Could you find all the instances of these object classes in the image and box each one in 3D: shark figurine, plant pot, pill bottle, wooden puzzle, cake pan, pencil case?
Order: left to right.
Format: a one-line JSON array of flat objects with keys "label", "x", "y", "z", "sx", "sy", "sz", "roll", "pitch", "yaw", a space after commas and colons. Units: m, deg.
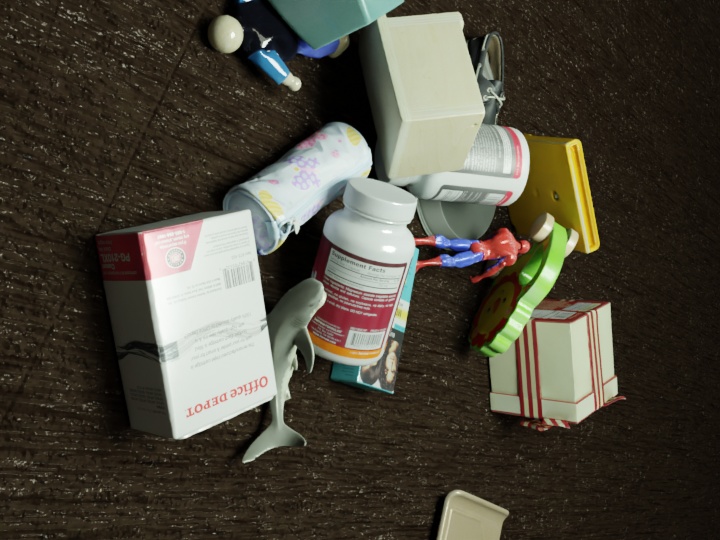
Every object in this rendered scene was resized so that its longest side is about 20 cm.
[{"label": "shark figurine", "x": -0.106, "y": 0.099, "z": 0.955, "sx": 0.088, "sy": 0.128, "sz": 0.218, "roll": 8, "pitch": 103, "yaw": -25}, {"label": "pencil case", "x": -0.069, "y": -0.100, "z": 0.964, "sx": 0.200, "sy": 0.090, "sz": 0.084, "roll": -43, "pitch": 121, "yaw": -42}, {"label": "plant pot", "x": -0.043, "y": -0.365, "z": 0.919, "sx": 0.141, "sy": 0.140, "sz": 0.202, "roll": -46, "pitch": 116, "yaw": -46}, {"label": "pill bottle", "x": 0.000, "y": 0.000, "z": 0.980, "sx": 0.112, "sy": 0.112, "sz": 0.203, "roll": -8, "pitch": 120, "yaw": -49}, {"label": "pill bottle", "x": 0.124, "y": -0.151, "z": 1.140, "sx": 0.197, "sy": 0.110, "sz": 0.113, "roll": 3, "pitch": 88, "yaw": -23}, {"label": "cake pan", "x": 0.152, "y": -0.132, "z": 1.271, "sx": 0.199, "sy": 0.036, "sz": 0.204, "roll": -1, "pitch": 92, "yaw": -50}, {"label": "wooden puzzle", "x": 0.157, "y": 0.457, "z": 1.295, "sx": 0.184, "sy": 0.037, "sz": 0.203, "roll": 34, "pitch": 69, "yaw": -46}]

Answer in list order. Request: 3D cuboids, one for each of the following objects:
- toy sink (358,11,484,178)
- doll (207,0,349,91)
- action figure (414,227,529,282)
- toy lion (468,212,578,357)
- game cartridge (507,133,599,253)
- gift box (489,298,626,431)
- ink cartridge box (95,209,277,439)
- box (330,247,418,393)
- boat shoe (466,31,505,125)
[{"label": "toy sink", "x": 0.073, "y": -0.239, "z": 1.029, "sx": 0.110, "sy": 0.131, "sz": 0.203, "roll": -8, "pitch": 67, "yaw": -10}, {"label": "doll", "x": -0.093, "y": -0.275, "z": 0.960, "sx": 0.199, "sy": 0.048, "sz": 0.139, "roll": -19, "pitch": 96, "yaw": -48}, {"label": "action figure", "x": 0.153, "y": -0.019, "z": 1.224, "sx": 0.196, "sy": 0.099, "sz": 0.066, "roll": -6, "pitch": 69, "yaw": -17}, {"label": "toy lion", "x": 0.238, "y": 0.035, "z": 1.271, "sx": 0.068, "sy": 0.200, "sz": 0.193, "roll": 30, "pitch": 52, "yaw": -11}, {"label": "game cartridge", "x": 0.294, "y": -0.129, "z": 1.324, "sx": 0.032, "sy": 0.200, "sz": 0.179, "roll": -23, "pitch": 111, "yaw": -18}, {"label": "gift box", "x": 0.326, "y": 0.158, "z": 1.369, "sx": 0.183, "sy": 0.198, "sz": 0.190, "roll": -15, "pitch": 103, "yaw": -44}, {"label": "ink cartridge box", "x": -0.173, "y": 0.050, "z": 0.845, "sx": 0.144, "sy": 0.083, "sz": 0.204, "roll": -18, "pitch": 103, "yaw": -49}, {"label": "box", "x": 0.021, "y": 0.056, "z": 1.107, "sx": 0.082, "sy": 0.049, "sz": 0.204, "roll": 24, "pitch": 72, "yaw": -48}, {"label": "boat shoe", "x": 0.191, "y": -0.276, "z": 1.263, "sx": 0.073, "sy": 0.060, "sz": 0.203, "roll": 31, "pitch": 53, "yaw": -40}]
